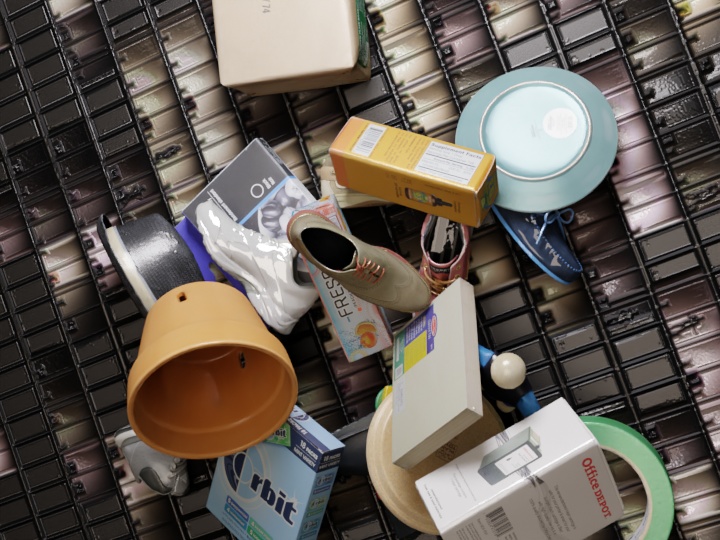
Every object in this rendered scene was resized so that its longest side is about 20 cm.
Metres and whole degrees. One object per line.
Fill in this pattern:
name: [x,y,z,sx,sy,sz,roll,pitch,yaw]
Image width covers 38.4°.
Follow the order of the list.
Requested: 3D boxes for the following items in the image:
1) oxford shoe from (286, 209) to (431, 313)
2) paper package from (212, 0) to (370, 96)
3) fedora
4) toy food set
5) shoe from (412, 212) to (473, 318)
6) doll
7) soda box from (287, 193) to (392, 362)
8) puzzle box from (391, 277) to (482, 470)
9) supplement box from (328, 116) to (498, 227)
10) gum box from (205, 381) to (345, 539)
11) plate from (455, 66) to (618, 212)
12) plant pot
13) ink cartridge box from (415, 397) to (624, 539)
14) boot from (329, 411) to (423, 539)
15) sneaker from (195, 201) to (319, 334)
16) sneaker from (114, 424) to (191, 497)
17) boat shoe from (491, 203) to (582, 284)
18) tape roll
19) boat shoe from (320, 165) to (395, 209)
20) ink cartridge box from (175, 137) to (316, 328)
oxford shoe: [0.000,0.000,1.232,0.199,0.075,0.071,27,97,-13]
paper package: [-0.090,-0.338,1.329,0.189,0.103,0.202,-5,90,15]
fedora: [-0.262,-0.001,1.358,0.091,0.201,0.201,-31,84,-5]
toy food set: [0.100,0.226,1.279,0.198,0.049,0.200,14,69,-13]
shoe: [0.099,0.007,1.296,0.071,0.091,0.202,10,94,14]
doll: [0.165,0.127,1.225,0.048,0.200,0.136,-44,80,-4]
soda box: [-0.024,0.009,1.308,0.063,0.068,0.201,-21,104,7]
puzzle box: [0.087,0.118,1.211,0.025,0.201,0.133,29,129,-23]
supplement box: [0.064,-0.120,1.242,0.199,0.067,0.069,21,59,24]
gum box: [-0.113,0.266,1.325,0.170,0.044,0.201,33,118,37]
plate: [0.213,-0.166,1.258,0.198,0.026,0.202,-5,67,11]
plant pot: [-0.184,0.109,1.246,0.199,0.200,0.141,-32,43,13]
ink cartridge box: [0.184,0.261,1.181,0.199,0.084,0.146,-29,128,-1]
boot: [0.020,0.274,1.332,0.199,0.076,0.169,-26,82,8]
sneaker: [-0.127,-0.021,1.327,0.099,0.078,0.200,-40,94,6]
sneaker: [-0.233,0.245,1.406,0.199,0.075,0.116,-18,92,24]
boat shoe: [0.210,-0.074,1.269,0.069,0.084,0.200,-41,84,22]
tape roll: [0.285,0.284,1.280,0.199,0.048,0.202,1,93,15]
boat shoe: [0.041,-0.116,1.318,0.198,0.071,0.065,-4,91,16]
ink cartridge box: [-0.142,-0.038,1.382,0.200,0.043,0.198,-43,83,12]
